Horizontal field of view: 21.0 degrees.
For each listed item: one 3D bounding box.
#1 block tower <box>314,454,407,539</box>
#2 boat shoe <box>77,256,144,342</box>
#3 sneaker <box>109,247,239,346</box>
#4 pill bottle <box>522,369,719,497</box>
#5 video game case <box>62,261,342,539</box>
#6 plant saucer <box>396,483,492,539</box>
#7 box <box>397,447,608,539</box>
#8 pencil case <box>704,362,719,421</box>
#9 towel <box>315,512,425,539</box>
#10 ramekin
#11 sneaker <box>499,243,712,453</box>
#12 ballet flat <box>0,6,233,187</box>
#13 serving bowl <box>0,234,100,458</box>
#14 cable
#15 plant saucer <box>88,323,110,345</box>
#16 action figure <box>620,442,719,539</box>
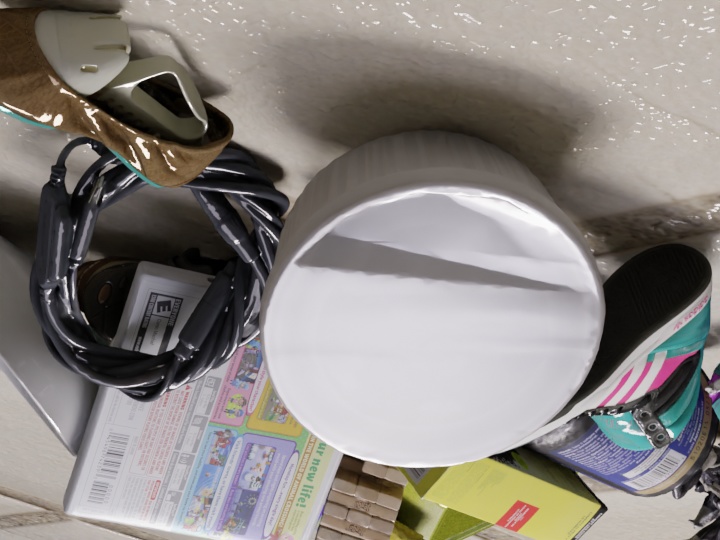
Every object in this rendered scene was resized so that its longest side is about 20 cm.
[{"bbox_3d":[0.011,0.139,1.411,0.058,0.201,0.054,19,-163,1],"label":"block tower"},{"bbox_3d":[-0.128,0.034,1.442,0.200,0.076,0.074,27,-179,-35],"label":"boat shoe"},{"bbox_3d":[-0.071,0.053,1.387,0.199,0.111,0.077,27,-166,-29],"label":"sneaker"},{"bbox_3d":[0.159,0.085,1.385,0.112,0.112,0.200,-10,153,42],"label":"pill bottle"},{"bbox_3d":[-0.094,0.100,1.349,0.181,0.201,0.022,12,-155,-18],"label":"video game case"},{"bbox_3d":[0.108,0.163,1.545,0.199,0.048,0.200,-22,160,-16],"label":"plant saucer"},{"bbox_3d":[0.094,0.143,1.379,0.200,0.050,0.075,28,-163,-51],"label":"box"},{"bbox_3d":[0.286,0.063,1.310,0.092,0.086,0.200,1,160,4],"label":"pencil case"},{"bbox_3d":[-0.038,0.184,1.539,0.199,0.023,0.144,32,163,1],"label":"towel"},{"bbox_3d":[0.039,0.010,1.138,0.201,0.094,0.203,-2,125,-3],"label":"ramekin"},{"bbox_3d":[0.148,0.079,1.249,0.084,0.200,0.121,43,158,41],"label":"sneaker"},{"bbox_3d":[-0.139,-0.103,1.071,0.072,0.068,0.200,-26,146,25],"label":"ballet flat"},{"bbox_3d":[-0.241,0.038,1.392,0.200,0.066,0.200,49,168,15],"label":"serving bowl"},{"bbox_3d":[-0.129,-0.001,1.249,0.162,0.051,0.201,-1,124,-15],"label":"cable"},{"bbox_3d":[-0.132,0.083,1.518,0.199,0.028,0.200,24,-174,-3],"label":"plant saucer"},{"bbox_3d":[0.263,0.174,1.591,0.200,0.102,0.119,36,-170,-45],"label":"action figure"}]
